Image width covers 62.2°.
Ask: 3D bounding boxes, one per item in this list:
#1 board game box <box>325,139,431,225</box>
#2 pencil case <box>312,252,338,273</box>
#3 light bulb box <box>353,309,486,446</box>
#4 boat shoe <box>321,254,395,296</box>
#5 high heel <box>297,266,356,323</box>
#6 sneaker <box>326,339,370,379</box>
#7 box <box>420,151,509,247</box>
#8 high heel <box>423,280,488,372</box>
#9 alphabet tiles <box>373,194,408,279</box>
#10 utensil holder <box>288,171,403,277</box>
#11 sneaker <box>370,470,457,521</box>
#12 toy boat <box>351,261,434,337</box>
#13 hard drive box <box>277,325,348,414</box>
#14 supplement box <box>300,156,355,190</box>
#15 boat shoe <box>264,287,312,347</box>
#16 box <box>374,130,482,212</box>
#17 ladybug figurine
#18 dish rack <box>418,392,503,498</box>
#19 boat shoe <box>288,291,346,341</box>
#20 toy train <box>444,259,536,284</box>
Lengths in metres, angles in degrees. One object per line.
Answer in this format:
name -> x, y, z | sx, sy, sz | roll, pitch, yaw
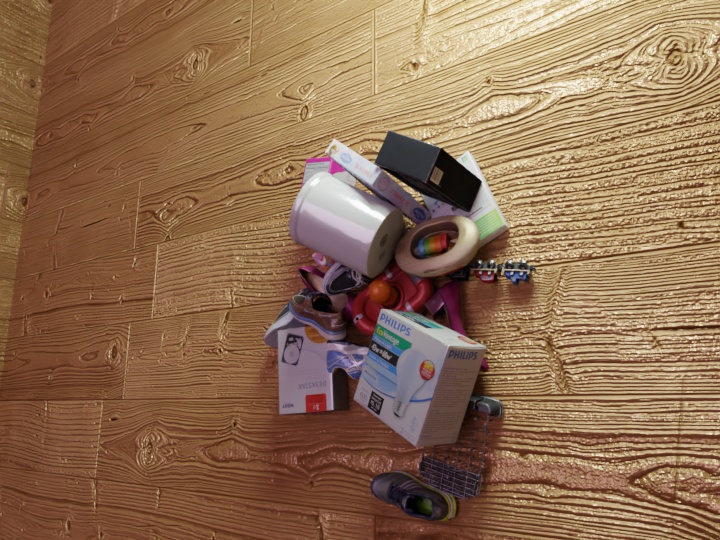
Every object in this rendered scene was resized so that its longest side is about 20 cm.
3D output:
board game box -> 0.039, -0.194, 1.334 | 0.041, 0.199, 0.200 | -53, 44, 4
pencil case -> -0.023, -0.074, 1.421 | 0.200, 0.087, 0.088 | -47, 56, 5
light bulb box -> 0.114, 0.206, 1.184 | 0.197, 0.124, 0.203 | 25, 101, 46
boat shoe -> 0.001, 0.002, 1.371 | 0.197, 0.074, 0.068 | -27, 23, -2
high heel -> -0.075, 0.061, 1.438 | 0.199, 0.096, 0.068 | 37, 100, 36
sneaker -> 0.014, 0.208, 1.344 | 0.196, 0.076, 0.079 | 8, 84, 19
box -> 0.223, -0.139, 1.311 | 0.143, 0.036, 0.203 | -34, 60, 27
high heel -> 0.223, 0.111, 1.242 | 0.096, 0.068, 0.201 | -37, 68, -2
alphabet tiles -> 0.039, -0.082, 1.453 | 0.166, 0.006, 0.202 | -37, 60, 25
utensil holder -> -0.027, -0.099, 1.291 | 0.198, 0.169, 0.172 | 25, 95, 22
sneaker -> 0.098, 0.466, 1.235 | 0.197, 0.080, 0.075 | 1, 80, 37
toy boat -> 0.058, 0.057, 1.320 | 0.200, 0.130, 0.131 | -42, 58, 15
hard drive box -> -0.115, 0.239, 1.437 | 0.153, 0.077, 0.204 | -12, 74, 25
supplement box -> -0.089, -0.173, 1.506 | 0.102, 0.100, 0.204 | 6, 82, 42
boat shoe -> -0.175, 0.121, 1.536 | 0.199, 0.072, 0.072 | -41, 36, 24
box -> 0.143, -0.203, 1.236 | 0.140, 0.199, 0.080 | 24, 93, 36
ladybug figurine -> 0.164, -0.043, 1.257 | 0.197, 0.072, 0.138 | -10, 56, 32
dish rack -> 0.197, 0.347, 1.209 | 0.152, 0.054, 0.204 | 7, 86, 39
boat shoe -> -0.096, 0.089, 1.381 | 0.199, 0.071, 0.074 | 26, 119, 43
toy train -> 0.264, 0.004, 1.237 | 0.197, 0.034, 0.047 | 1, 72, 32
